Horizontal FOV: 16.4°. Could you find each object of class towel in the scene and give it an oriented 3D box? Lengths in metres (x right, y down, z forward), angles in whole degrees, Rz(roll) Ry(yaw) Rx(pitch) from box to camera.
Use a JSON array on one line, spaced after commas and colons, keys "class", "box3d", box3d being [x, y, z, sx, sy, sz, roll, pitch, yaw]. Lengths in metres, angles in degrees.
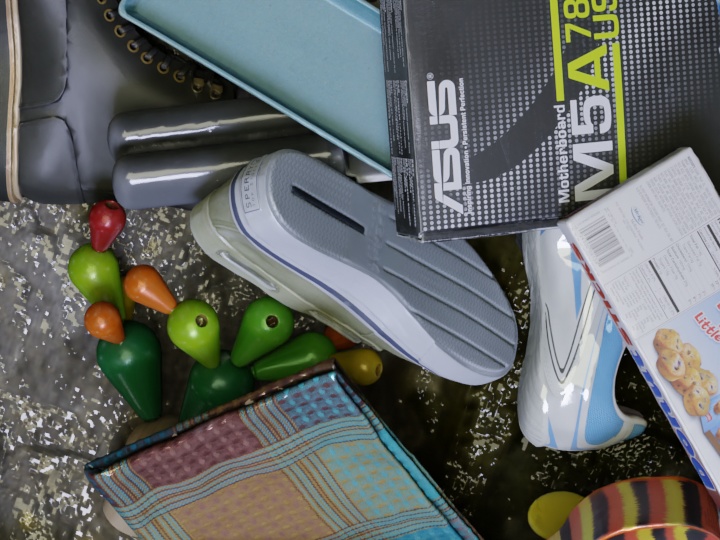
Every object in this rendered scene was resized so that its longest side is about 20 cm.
[{"class": "towel", "box3d": [-0.028, 0.133, 1.265, 0.146, 0.022, 0.200, -24, 132, 14]}]

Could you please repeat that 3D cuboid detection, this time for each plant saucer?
[{"class": "plant saucer", "box3d": [-0.017, -0.103, 1.225, 0.200, 0.019, 0.070, 31, 81, -5]}]

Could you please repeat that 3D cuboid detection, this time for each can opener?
[{"class": "can opener", "box3d": [-0.026, -0.055, 1.265, 0.199, 0.067, 0.054, -7, 57, -5]}]

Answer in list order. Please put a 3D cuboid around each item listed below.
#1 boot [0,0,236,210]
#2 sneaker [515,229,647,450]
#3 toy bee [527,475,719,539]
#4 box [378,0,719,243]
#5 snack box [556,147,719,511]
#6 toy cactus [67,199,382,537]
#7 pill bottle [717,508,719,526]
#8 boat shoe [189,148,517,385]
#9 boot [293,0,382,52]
[{"class": "boot", "box3d": [-0.120, -0.127, 1.287, 0.138, 0.078, 0.201, 8, 111, 1]}, {"class": "sneaker", "box3d": [0.116, -0.008, 1.275, 0.072, 0.072, 0.201, -1, 97, -9]}, {"class": "toy bee", "box3d": [0.093, 0.178, 1.246, 0.108, 0.131, 0.201, 17, 105, -15]}, {"class": "box", "box3d": [0.105, -0.122, 1.204, 0.192, 0.047, 0.201, -6, 97, -18]}, {"class": "snack box", "box3d": [0.174, 0.045, 1.191, 0.072, 0.024, 0.200, -31, 95, -7]}, {"class": "toy cactus", "box3d": [-0.084, 0.067, 1.303, 0.200, 0.102, 0.165, 33, 119, -5]}, {"class": "pill bottle", "box3d": [0.199, 0.182, 1.268, 0.104, 0.104, 0.201, 20, 98, 4]}, {"class": "boat shoe", "box3d": [0.000, 0.000, 1.259, 0.062, 0.072, 0.200, -17, 140, 41]}, {"class": "boot", "box3d": [-0.002, -0.198, 1.246, 0.203, 0.074, 0.154, -34, 104, 13]}]
